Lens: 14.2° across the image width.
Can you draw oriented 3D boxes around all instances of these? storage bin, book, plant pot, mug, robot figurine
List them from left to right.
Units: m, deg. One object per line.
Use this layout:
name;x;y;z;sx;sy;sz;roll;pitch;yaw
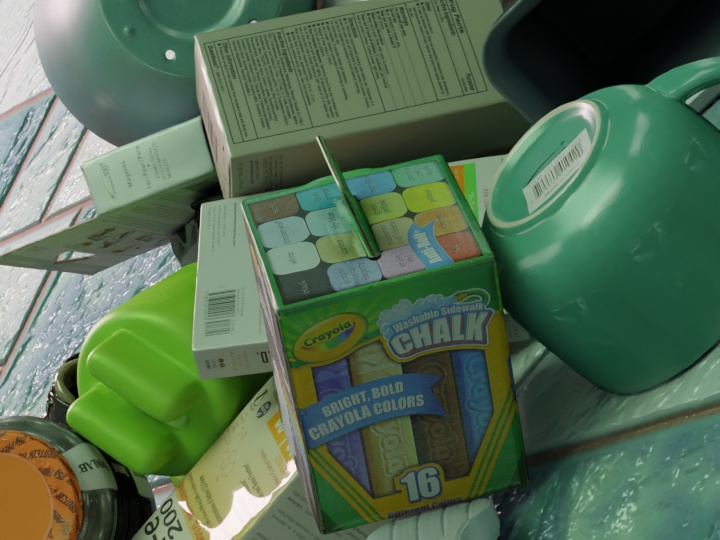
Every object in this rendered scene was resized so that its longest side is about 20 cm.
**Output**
plant pot;-0.120;-0.181;1.959;0.201;0.200;0.161;-54;4;-6
robot figurine;-0.103;0.059;1.858;0.200;0.115;0.176;-32;-32;-57
book;0.000;0.000;1.759;0.199;0.048;0.134;-6;41;7
mug;0.145;-0.039;1.602;0.152;0.114;0.185;-16;42;53
storage bin;0.169;-0.182;1.752;0.200;0.146;0.134;-43;15;18

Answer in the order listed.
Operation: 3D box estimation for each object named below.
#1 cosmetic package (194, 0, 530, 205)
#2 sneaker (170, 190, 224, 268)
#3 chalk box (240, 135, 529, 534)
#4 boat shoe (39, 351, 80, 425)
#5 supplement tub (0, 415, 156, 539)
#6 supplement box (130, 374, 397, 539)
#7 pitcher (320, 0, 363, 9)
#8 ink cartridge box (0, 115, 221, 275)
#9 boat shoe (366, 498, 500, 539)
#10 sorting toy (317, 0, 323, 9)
cosmetic package;0.001;-0.111;1.844;0.071;0.199;0.105;93;163;-58
sneaker;-0.077;-0.008;1.968;0.074;0.089;0.200;-16;-10;-13
chalk box;0.010;0.021;1.596;0.123;0.201;0.125;-13;33;-6
boat shoe;-0.193;0.089;2.090;0.200;0.065;0.073;-34;31;36
supplement tub;-0.205;0.157;1.848;0.123;0.122;0.200;-52;-10;-2
supplement box;-0.072;0.169;1.751;0.200;0.073;0.126;-49;23;6
pitcher;0.013;-0.131;1.988;0.201;0.121;0.172;-69;13;-10
ink cartridge box;-0.148;-0.049;1.986;0.173;0.044;0.200;-20;-8;14
boat shoe;0.042;0.173;1.537;0.072;0.071;0.200;-16;8;9
sorting toy;0.045;-0.260;2.097;0.200;0.037;0.185;-37;0;34
